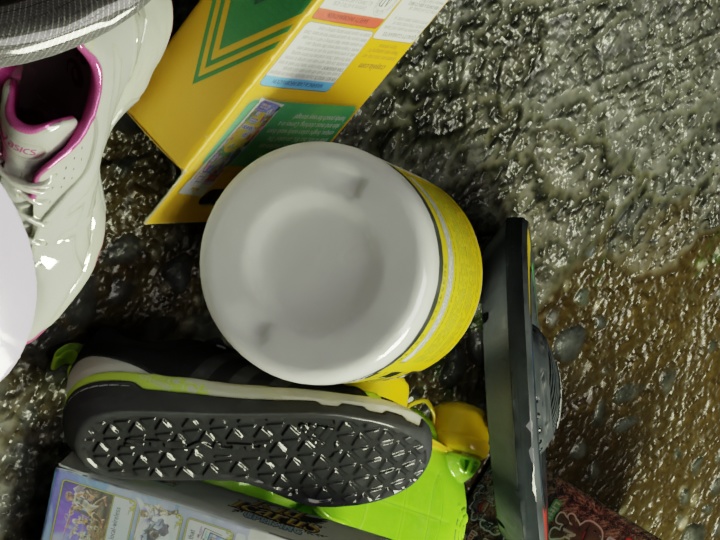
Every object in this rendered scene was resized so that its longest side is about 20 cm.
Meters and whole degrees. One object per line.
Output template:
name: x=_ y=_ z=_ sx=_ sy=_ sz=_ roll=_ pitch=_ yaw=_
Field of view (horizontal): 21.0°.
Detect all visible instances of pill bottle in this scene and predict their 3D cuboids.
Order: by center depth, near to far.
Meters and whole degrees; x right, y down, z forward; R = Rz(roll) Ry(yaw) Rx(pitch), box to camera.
pill bottle: x=0.000 y=0.000 z=0.982 sx=0.114 sy=0.114 sz=0.200 roll=-64 pitch=167 yaw=4

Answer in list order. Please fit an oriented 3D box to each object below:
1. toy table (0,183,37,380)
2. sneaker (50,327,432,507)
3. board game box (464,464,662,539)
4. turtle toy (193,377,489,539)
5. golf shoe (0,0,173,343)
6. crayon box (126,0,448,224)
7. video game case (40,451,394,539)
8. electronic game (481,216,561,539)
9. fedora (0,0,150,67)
toy table: x=-0.235 y=-0.028 z=0.811 sx=0.184 sy=0.117 sz=0.200 roll=-44 pitch=134 yaw=-16
sneaker: x=-0.058 y=0.063 z=0.999 sx=0.200 sy=0.083 sz=0.072 roll=10 pitch=130 yaw=-15
board game box: x=0.172 y=0.216 z=1.229 sx=0.159 sy=0.200 sz=0.097 roll=35 pitch=86 yaw=-44
turtle toy: x=-0.016 y=0.128 z=1.090 sx=0.200 sy=0.101 sz=0.146 roll=25 pitch=70 yaw=-42
golf shoe: x=-0.151 y=-0.050 z=0.879 sx=0.092 sy=0.075 sz=0.200 roll=-51 pitch=161 yaw=-69
crayon box: x=-0.030 y=-0.112 z=0.937 sx=0.200 sy=0.052 sz=0.126 roll=-50 pitch=162 yaw=19
video game case: x=-0.089 y=0.212 z=1.024 sx=0.045 sy=0.181 sz=0.200 roll=-51 pitch=156 yaw=-73
electronic game: x=0.095 y=0.069 z=1.121 sx=0.042 sy=0.200 sz=0.200 roll=-4 pitch=121 yaw=6
fedora: x=-0.170 y=-0.168 z=0.797 sx=0.200 sy=0.090 sz=0.177 roll=-18 pitch=97 yaw=-20
